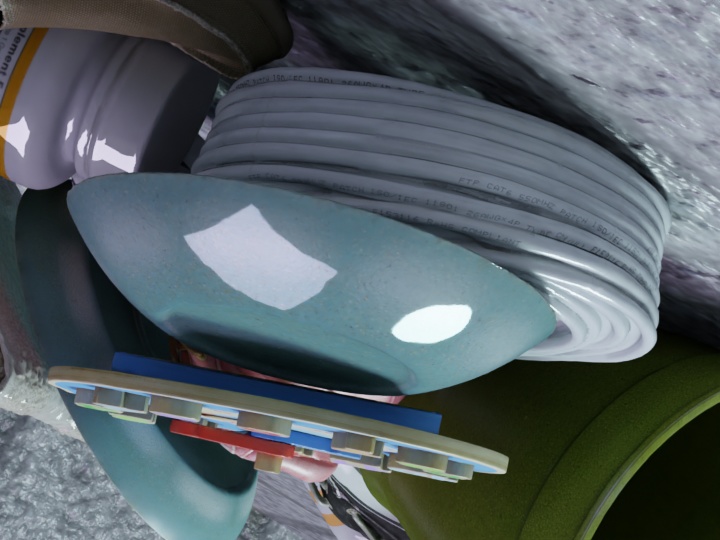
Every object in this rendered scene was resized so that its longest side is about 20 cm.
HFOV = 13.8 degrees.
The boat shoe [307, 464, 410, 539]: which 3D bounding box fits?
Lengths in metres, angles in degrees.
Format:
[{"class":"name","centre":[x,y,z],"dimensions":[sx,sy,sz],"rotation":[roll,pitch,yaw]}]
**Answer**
[{"class":"boat shoe","centre":[0.008,0.108,1.541],"dimensions":[0.064,0.071,0.200],"rotation":[-17,138,29]}]

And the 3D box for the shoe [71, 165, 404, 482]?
[{"class":"shoe","centre":[-0.067,0.024,1.373],"dimensions":[0.200,0.091,0.071],"rotation":[32,-160,-24]}]

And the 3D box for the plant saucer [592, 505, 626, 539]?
[{"class":"plant saucer","centre":[0.183,0.165,1.486],"dimensions":[0.200,0.200,0.037],"rotation":[24,148,25]}]

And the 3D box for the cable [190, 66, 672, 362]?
[{"class":"cable","centre":[0.028,-0.019,1.215],"dimensions":[0.200,0.069,0.200],"rotation":[24,163,-34]}]

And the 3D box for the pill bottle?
[{"class":"pill bottle","centre":[-0.164,-0.107,1.285],"dimensions":[0.200,0.109,0.109],"rotation":[27,170,10]}]

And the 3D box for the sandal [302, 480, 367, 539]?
[{"class":"sandal","centre":[-0.013,0.083,1.651],"dimensions":[0.059,0.207,0.079],"rotation":[-15,-176,8]}]

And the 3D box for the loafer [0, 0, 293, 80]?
[{"class":"loafer","centre":[-0.122,-0.122,1.192],"dimensions":[0.200,0.068,0.076],"rotation":[27,171,-15]}]

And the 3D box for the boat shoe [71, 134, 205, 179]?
[{"class":"boat shoe","centre":[-0.116,-0.060,1.397],"dimensions":[0.200,0.057,0.069],"rotation":[51,167,-21]}]

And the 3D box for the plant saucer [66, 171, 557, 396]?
[{"class":"plant saucer","centre":[-0.024,0.014,1.170],"dimensions":[0.201,0.039,0.201],"rotation":[13,166,3]}]

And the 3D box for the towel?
[{"class":"towel","centre":[-0.178,-0.006,1.407],"dimensions":[0.200,0.034,0.133],"rotation":[58,-167,26]}]

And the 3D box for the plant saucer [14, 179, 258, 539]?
[{"class":"plant saucer","centre":[-0.100,0.041,1.428],"dimensions":[0.200,0.027,0.200],"rotation":[56,-162,-28]}]

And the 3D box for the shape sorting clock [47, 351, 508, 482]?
[{"class":"shape sorting clock","centre":[-0.036,0.067,1.270],"dimensions":[0.200,0.039,0.200],"rotation":[11,178,0]}]

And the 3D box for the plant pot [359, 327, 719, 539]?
[{"class":"plant pot","centre":[0.103,0.101,1.420],"dimensions":[0.193,0.200,0.200],"rotation":[32,175,43]}]
